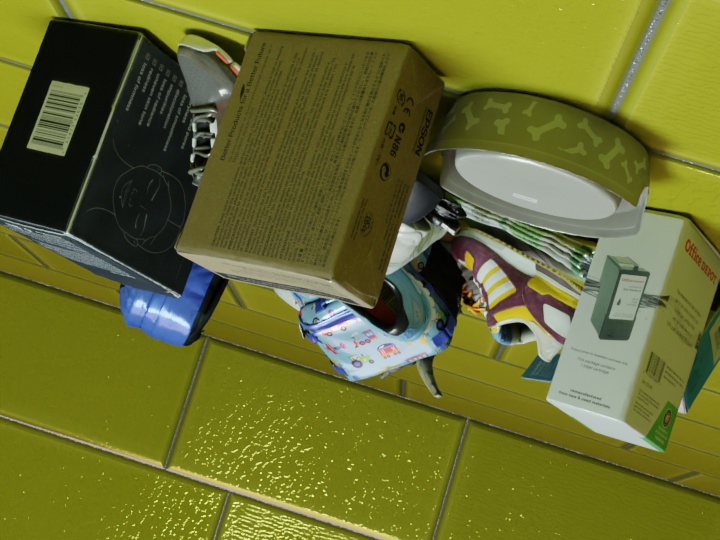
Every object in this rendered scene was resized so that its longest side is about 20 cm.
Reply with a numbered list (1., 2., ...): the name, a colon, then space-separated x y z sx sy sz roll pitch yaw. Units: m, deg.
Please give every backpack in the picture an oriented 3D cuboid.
1. backpack: 0.000 0.000 1.599 0.181 0.135 0.201 -17 129 24
2. backpack: -0.251 -0.009 1.931 0.166 0.202 0.163 18 170 -2

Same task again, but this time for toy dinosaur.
1. toy dinosaur: 0.064 0.084 1.664 0.087 0.201 0.048 -8 118 17

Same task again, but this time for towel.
1. towel: 0.177 -0.022 1.502 0.199 0.031 0.149 27 175 34

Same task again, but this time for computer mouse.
1. computer mouse: 0.031 -0.075 1.312 0.138 0.053 0.200 40 -176 2

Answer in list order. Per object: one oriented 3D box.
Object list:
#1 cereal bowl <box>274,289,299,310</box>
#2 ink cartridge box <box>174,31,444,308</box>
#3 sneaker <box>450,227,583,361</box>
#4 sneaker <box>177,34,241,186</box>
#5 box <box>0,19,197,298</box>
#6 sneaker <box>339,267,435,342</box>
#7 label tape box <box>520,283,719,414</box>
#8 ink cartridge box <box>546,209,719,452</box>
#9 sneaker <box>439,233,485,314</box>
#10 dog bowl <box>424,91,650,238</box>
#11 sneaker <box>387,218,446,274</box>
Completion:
1. cereal bowl: -0.048 0.011 1.837 0.199 0.084 0.200 31 -172 -5
2. ink cartridge box: -0.040 -0.084 1.187 0.163 0.202 0.075 11 167 35
3. sneaker: 0.145 0.023 1.498 0.075 0.091 0.199 30 179 -37
4. sneaker: -0.121 -0.112 1.311 0.077 0.082 0.201 16 139 58
5. box: -0.234 -0.105 1.411 0.123 0.202 0.196 13 168 31
6. sneaker: -0.007 -0.009 1.480 0.200 0.079 0.090 43 -167 10
7. label tape box: 0.283 0.067 1.564 0.198 0.144 0.064 10 131 35
8. ink cartridge box: 0.267 0.056 1.405 0.083 0.202 0.146 14 169 32
9. sneaker: 0.141 0.013 1.731 0.198 0.078 0.078 23 171 -17
10. dog bowl: 0.153 -0.089 1.235 0.198 0.059 0.200 18 170 3
11. sneaker: 0.036 -0.041 1.456 0.070 0.080 0.200 42 -164 8
